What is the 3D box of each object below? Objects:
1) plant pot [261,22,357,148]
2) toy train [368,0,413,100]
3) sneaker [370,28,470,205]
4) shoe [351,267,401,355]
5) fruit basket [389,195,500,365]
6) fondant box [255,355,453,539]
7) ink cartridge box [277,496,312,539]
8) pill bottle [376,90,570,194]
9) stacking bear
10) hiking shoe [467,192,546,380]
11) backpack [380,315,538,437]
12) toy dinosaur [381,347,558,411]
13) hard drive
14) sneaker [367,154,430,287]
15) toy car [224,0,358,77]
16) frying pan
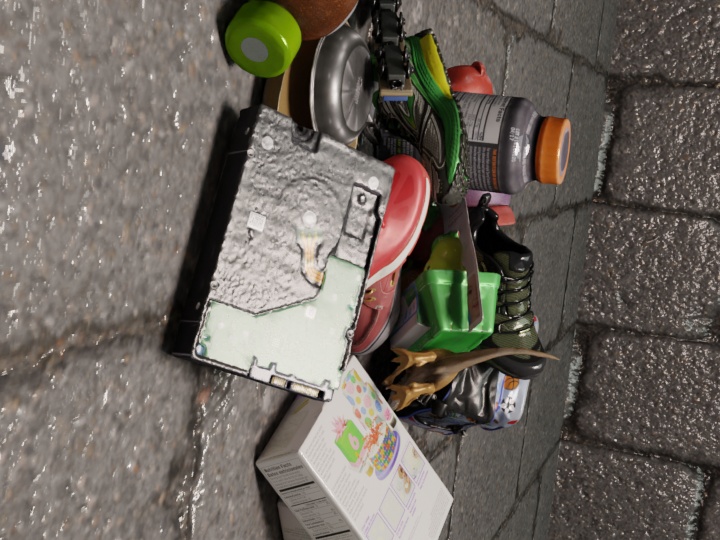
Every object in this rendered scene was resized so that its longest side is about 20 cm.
[{"bbox_3d":[-0.046,-0.131,0.977,0.200,0.027,0.201,10,90,-72],"label":"plant pot"},{"bbox_3d":[0.026,-0.215,1.048,0.200,0.034,0.046,-94,-173,-51],"label":"toy train"},{"bbox_3d":[0.058,-0.145,1.104,0.078,0.085,0.201,72,2,-59],"label":"sneaker"},{"bbox_3d":[0.000,0.000,1.090,0.091,0.071,0.201,-21,133,-57],"label":"shoe"},{"bbox_3d":[0.070,-0.005,1.165,0.185,0.093,0.201,131,-49,-58],"label":"fruit basket"},{"bbox_3d":[0.001,0.206,1.078,0.200,0.058,0.144,57,35,-19],"label":"fondant box"},{"bbox_3d":[-0.028,0.261,1.181,0.163,0.057,0.201,-60,156,-49],"label":"ink cartridge box"},{"bbox_3d":[0.125,-0.140,1.208,0.106,0.199,0.107,9,90,-72],"label":"pill bottle"},{"bbox_3d":[0.129,-0.153,1.365,0.113,0.121,0.201,-6,92,-30],"label":"stacking bear"},{"bbox_3d":[0.150,0.021,1.190,0.076,0.201,0.101,-22,170,-30],"label":"hiking shoe"},{"bbox_3d":[0.113,0.107,1.315,0.190,0.154,0.201,-27,-139,60],"label":"backpack"},{"bbox_3d":[0.082,0.094,1.104,0.106,0.200,0.061,-10,80,-45],"label":"toy dinosaur"},{"bbox_3d":[-0.056,-0.010,0.865,0.139,0.038,0.201,21,76,-34],"label":"hard drive"},{"bbox_3d":[-0.013,-0.024,0.954,0.200,0.078,0.116,-58,163,-4],"label":"sneaker"},{"bbox_3d":[0.010,-0.239,0.818,0.158,0.199,0.165,78,28,-46],"label":"toy car"},{"bbox_3d":[-0.007,-0.140,1.009,0.190,0.031,0.115,69,35,-51],"label":"frying pan"}]
